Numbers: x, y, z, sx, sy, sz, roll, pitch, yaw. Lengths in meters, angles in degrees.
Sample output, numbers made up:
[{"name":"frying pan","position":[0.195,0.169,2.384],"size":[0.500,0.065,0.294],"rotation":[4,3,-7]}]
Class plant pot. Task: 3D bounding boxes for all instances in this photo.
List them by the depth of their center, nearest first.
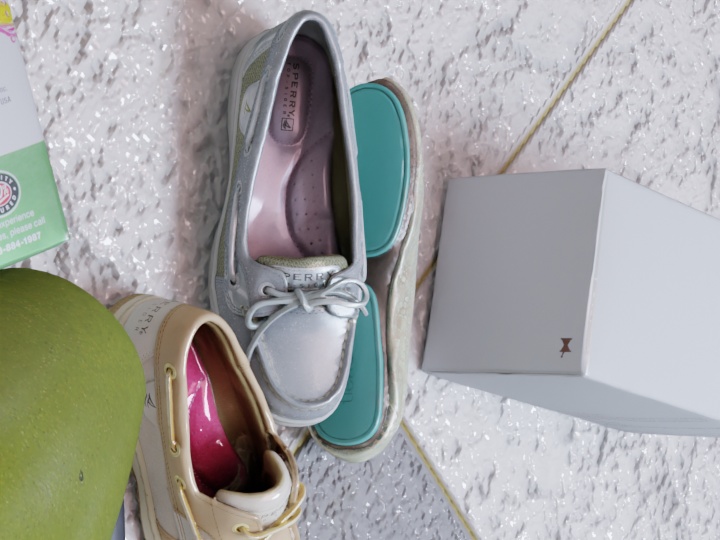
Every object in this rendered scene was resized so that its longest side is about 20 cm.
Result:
[{"name":"plant pot","position":[-0.172,0.089,0.779],"size":[0.187,0.187,0.200],"rotation":[65,35,-23]}]

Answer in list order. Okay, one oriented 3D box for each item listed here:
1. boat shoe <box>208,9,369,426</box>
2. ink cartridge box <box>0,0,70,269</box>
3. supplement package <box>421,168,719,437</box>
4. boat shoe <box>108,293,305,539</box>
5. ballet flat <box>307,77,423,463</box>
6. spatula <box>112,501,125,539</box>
[{"name":"boat shoe","position":[-0.032,-0.025,0.972],"size":[0.074,0.065,0.203],"rotation":[4,83,-15]},{"name":"ink cartridge box","position":[-0.216,-0.085,0.783],"size":[0.145,0.087,0.201],"rotation":[-26,109,-44]},{"name":"supplement package","position":[0.148,0.023,1.141],"size":[0.200,0.117,0.118],"rotation":[19,76,-45]},{"name":"boat shoe","position":[-0.064,0.104,0.950],"size":[0.074,0.069,0.200],"rotation":[-41,118,-39]},{"name":"ballet flat","position":[0.000,0.000,1.039],"size":[0.062,0.067,0.201],"rotation":[15,81,-74]},{"name":"spatula","position":[-0.122,0.190,0.923],"size":[0.056,0.021,0.201],"rotation":[8,83,-44]}]
